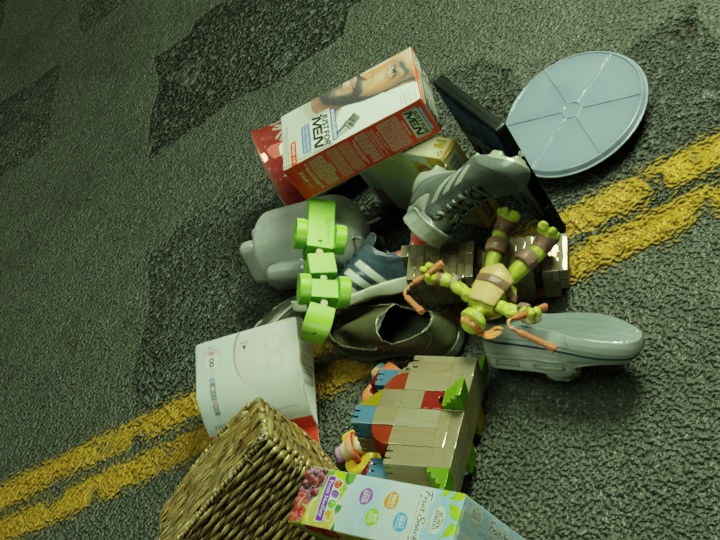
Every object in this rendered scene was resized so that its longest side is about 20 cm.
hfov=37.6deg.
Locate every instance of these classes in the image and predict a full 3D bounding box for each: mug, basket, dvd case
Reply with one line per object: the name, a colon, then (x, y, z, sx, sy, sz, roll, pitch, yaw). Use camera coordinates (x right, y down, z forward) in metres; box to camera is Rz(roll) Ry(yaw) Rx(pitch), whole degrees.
mug: (-0.046, -0.198, 1.538, 0.198, 0.134, 0.178, -27, 37, 4)
basket: (-0.126, 0.276, 1.255, 0.201, 0.148, 0.143, -50, 18, 4)
dvd case: (0.169, -0.137, 1.274, 0.018, 0.200, 0.143, -41, 43, -1)

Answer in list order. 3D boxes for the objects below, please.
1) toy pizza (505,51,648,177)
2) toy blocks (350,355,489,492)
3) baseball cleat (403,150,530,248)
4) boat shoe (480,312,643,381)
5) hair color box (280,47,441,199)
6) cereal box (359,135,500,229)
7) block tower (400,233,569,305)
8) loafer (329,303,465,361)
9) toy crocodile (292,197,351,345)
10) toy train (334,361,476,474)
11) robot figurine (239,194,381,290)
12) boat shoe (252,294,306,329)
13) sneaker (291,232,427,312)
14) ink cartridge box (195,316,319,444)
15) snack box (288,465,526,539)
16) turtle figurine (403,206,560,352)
toy pizza: (0.278, -0.198, 1.363, 0.198, 0.032, 0.202, -21, 48, 25)
toy blocks: (0.055, 0.168, 1.164, 0.135, 0.101, 0.201, 0, 44, 22)
baseball cleat: (0.119, -0.076, 1.214, 0.199, 0.069, 0.108, -8, 57, 63)
boat shoe: (0.221, 0.086, 1.162, 0.198, 0.068, 0.073, 8, 25, 45)
hair color box: (-0.003, -0.186, 1.339, 0.198, 0.064, 0.112, -25, 43, 17)
cereal box: (0.073, -0.126, 1.385, 0.199, 0.144, 0.040, 18, 68, 44)
block tower: (0.148, 0.001, 1.253, 0.197, 0.054, 0.058, -3, 53, 15)
loafer: (0.035, 0.068, 1.316, 0.198, 0.070, 0.076, -2, 56, 37)
toy crocodile: (-0.051, -0.005, 1.325, 0.066, 0.062, 0.203, 4, 59, -13)
toy train: (0.039, 0.187, 1.230, 0.150, 0.056, 0.200, -46, 42, -1)
robot figurine: (-0.068, -0.038, 1.448, 0.198, 0.114, 0.170, -13, 31, 30)
boat shoe: (-0.134, 0.099, 1.428, 0.201, 0.067, 0.057, -50, 47, -1)
sneaker: (0.000, 0.000, 1.366, 0.197, 0.075, 0.086, -15, 86, 11)
ink cartridge box: (-0.131, 0.175, 1.333, 0.161, 0.057, 0.203, -16, 62, 25)
snack box: (0.055, 0.269, 1.068, 0.198, 0.169, 0.068, 3, 62, 38)
turtle figurine: (0.159, 0.016, 1.172, 0.198, 0.065, 0.162, 19, 65, 36)
